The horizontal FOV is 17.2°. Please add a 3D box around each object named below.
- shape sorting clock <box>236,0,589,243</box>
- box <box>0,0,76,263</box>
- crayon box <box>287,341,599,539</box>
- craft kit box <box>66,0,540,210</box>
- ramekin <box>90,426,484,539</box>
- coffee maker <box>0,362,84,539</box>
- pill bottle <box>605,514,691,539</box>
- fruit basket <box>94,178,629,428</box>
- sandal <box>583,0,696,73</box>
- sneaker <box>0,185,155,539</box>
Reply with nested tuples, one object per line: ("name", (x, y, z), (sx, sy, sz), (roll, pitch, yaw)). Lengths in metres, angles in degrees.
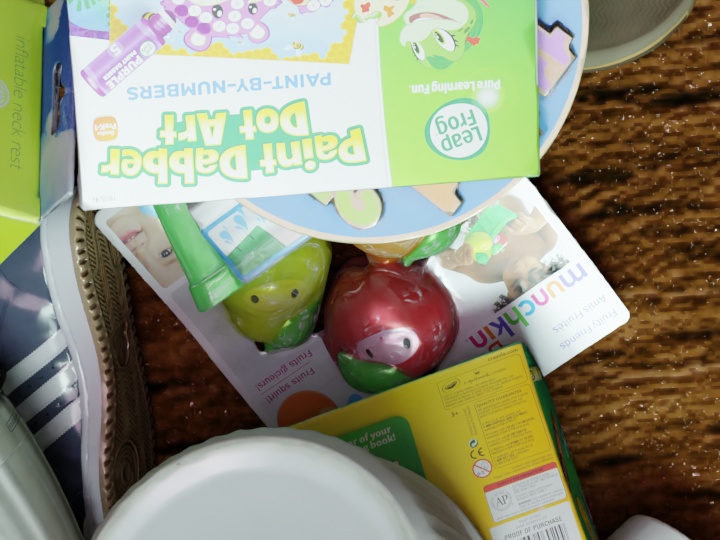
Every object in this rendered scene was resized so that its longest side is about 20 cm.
("shape sorting clock", (0.002, -0.111, 1.059), (0.200, 0.039, 0.200), (0, 101, 2))
("box", (-0.198, -0.043, 1.110), (0.048, 0.122, 0.200), (16, 145, -30))
("crayon box", (0.007, 0.127, 1.126), (0.200, 0.058, 0.119), (-20, 60, 7))
("craft kit box", (-0.026, -0.130, 0.994), (0.200, 0.049, 0.198), (-5, 113, -5))
("ramekin", (-0.037, 0.160, 1.035), (0.202, 0.094, 0.203), (-6, 63, 13))
("coffee maker", (-0.200, 0.171, 1.160), (0.192, 0.135, 0.200), (-22, 106, 32))
("pill bottle", (0.096, 0.218, 1.143), (0.200, 0.113, 0.113), (-43, 95, -17))
("fruit basket", (0.000, 0.000, 1.155), (0.185, 0.094, 0.200), (-34, 99, 15))
("sandal", (0.063, -0.140, 1.100), (0.200, 0.054, 0.080), (7, 72, -9))
("sneaker", (-0.170, 0.055, 1.207), (0.108, 0.070, 0.200), (-2, 106, 15))
